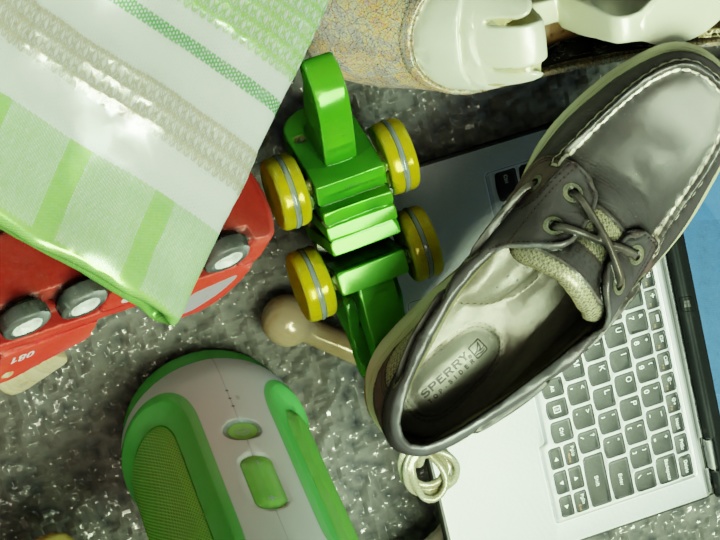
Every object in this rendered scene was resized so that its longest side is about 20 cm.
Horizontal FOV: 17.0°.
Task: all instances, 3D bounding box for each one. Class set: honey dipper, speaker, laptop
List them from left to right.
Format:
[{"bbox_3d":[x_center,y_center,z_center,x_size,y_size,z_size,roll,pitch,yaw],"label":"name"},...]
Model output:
[{"bbox_3d":[-0.042,0.113,0.970,0.088,0.200,0.089,-8,120,-13],"label":"speaker"},{"bbox_3d":[0.042,0.057,1.065,0.200,0.038,0.038,23,109,-25],"label":"honey dipper"},{"bbox_3d":[0.127,0.033,1.004,0.199,0.116,0.188,-17,107,-11],"label":"laptop"}]

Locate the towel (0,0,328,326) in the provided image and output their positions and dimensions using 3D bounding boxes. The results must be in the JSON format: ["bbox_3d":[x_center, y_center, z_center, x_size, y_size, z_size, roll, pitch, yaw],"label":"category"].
[{"bbox_3d":[-0.076,-0.098,0.883,0.149,0.031,0.201,31,77,-35],"label":"towel"}]

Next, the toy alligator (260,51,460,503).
[{"bbox_3d":[0.000,0.000,0.993,0.059,0.054,0.201,-20,114,-10],"label":"toy alligator"}]

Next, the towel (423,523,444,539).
[{"bbox_3d":[0.041,0.227,1.126,0.191,0.032,0.200,-42,126,-19],"label":"towel"}]

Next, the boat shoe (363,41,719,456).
[{"bbox_3d":[0.078,-0.002,0.942,0.072,0.065,0.200,42,97,-12],"label":"boat shoe"}]

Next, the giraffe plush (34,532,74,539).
[{"bbox_3d":[-0.159,0.191,1.014,0.162,0.200,0.173,-49,157,-15],"label":"giraffe plush"}]

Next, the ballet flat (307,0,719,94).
[{"bbox_3d":[0.078,-0.106,0.964,0.199,0.067,0.068,-13,120,-10],"label":"ballet flat"}]

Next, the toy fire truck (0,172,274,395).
[{"bbox_3d":[-0.141,0.025,0.959,0.200,0.049,0.141,-19,161,-32],"label":"toy fire truck"}]
